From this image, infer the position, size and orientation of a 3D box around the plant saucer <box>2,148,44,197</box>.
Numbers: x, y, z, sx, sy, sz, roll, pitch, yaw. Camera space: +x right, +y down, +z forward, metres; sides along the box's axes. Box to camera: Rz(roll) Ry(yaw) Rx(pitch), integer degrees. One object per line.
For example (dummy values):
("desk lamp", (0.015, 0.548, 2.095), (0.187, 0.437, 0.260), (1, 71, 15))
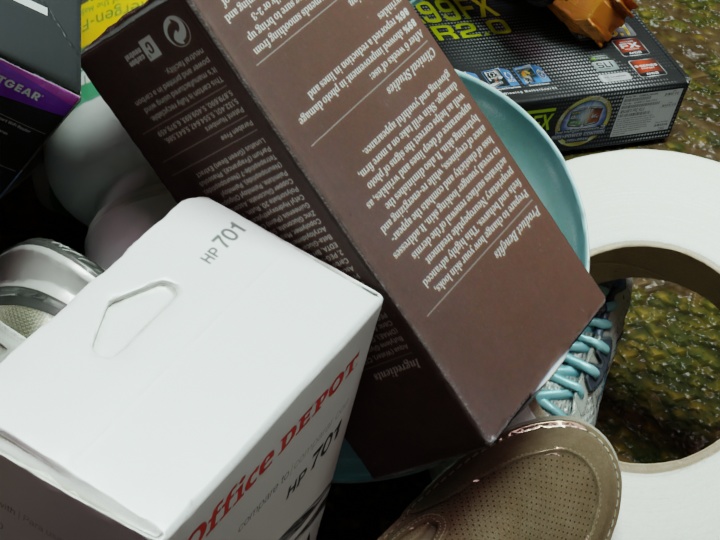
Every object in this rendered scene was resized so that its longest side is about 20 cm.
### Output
("plant saucer", (-0.203, -0.103, 0.925), (0.200, 0.032, 0.201), (-16, 53, 22))

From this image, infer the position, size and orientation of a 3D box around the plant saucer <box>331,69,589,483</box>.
("plant saucer", (0.000, 0.000, 0.843), (0.200, 0.027, 0.201), (-4, 66, 9))

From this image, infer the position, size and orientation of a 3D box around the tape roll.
("tape roll", (0.121, 0.043, 0.845), (0.202, 0.037, 0.203), (-2, 65, 4))

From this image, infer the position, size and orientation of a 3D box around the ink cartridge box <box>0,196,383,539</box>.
("ink cartridge box", (-0.078, 0.096, 0.706), (0.086, 0.200, 0.146), (30, 45, 14))

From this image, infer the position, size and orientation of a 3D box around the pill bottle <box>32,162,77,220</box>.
("pill bottle", (-0.048, -0.051, 0.945), (0.200, 0.113, 0.113), (19, 41, 5))

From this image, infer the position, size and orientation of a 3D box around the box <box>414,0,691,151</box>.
("box", (0.065, -0.131, 1.120), (0.200, 0.044, 0.160), (-8, 46, -25))

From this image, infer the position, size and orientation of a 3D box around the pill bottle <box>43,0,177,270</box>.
("pill bottle", (-0.079, -0.082, 0.816), (0.112, 0.113, 0.200), (0, 64, -17))

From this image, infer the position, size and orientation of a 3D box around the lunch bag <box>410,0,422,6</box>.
("lunch bag", (-0.052, -0.175, 1.023), (0.200, 0.077, 0.160), (10, 36, 35))

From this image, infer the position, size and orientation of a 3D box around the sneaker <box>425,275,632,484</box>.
("sneaker", (0.084, 0.036, 0.908), (0.077, 0.086, 0.200), (18, 45, 1))

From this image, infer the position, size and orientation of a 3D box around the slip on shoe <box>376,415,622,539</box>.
("slip on shoe", (0.031, 0.125, 0.742), (0.200, 0.061, 0.076), (-33, 90, -22))

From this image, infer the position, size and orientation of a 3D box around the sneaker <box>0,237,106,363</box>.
("sneaker", (-0.161, 0.055, 0.778), (0.076, 0.200, 0.116), (35, 70, -16))

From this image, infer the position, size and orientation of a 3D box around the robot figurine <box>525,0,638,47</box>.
("robot figurine", (0.073, -0.217, 1.102), (0.200, 0.058, 0.145), (51, 12, 25))

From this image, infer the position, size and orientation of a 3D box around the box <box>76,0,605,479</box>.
("box", (-0.003, -0.033, 0.732), (0.200, 0.075, 0.100), (55, 47, -10))

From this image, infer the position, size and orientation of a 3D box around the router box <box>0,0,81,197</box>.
("router box", (-0.168, -0.097, 0.773), (0.051, 0.149, 0.200), (23, 40, -30))
